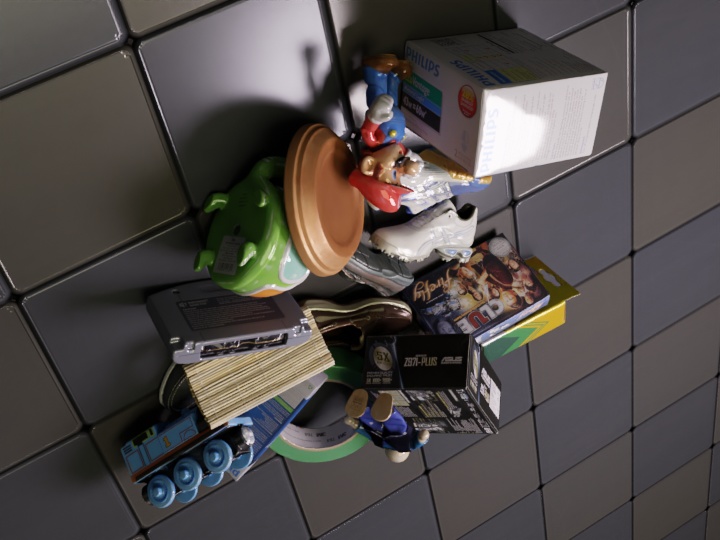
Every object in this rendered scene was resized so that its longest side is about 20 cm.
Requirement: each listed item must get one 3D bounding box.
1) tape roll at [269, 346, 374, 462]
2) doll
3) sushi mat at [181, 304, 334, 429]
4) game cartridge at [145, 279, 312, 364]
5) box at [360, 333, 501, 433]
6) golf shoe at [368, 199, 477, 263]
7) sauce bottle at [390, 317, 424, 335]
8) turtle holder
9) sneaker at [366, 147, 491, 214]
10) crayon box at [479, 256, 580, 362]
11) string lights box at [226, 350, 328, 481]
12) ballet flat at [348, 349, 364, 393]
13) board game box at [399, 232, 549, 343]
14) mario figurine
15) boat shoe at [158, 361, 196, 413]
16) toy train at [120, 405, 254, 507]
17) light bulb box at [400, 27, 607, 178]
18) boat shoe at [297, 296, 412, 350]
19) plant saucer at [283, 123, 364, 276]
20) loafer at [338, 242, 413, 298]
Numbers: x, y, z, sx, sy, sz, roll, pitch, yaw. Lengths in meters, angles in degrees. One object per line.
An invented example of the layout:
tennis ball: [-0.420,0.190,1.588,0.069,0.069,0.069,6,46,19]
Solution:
tape roll: [-0.064,0.210,1.520,0.198,0.048,0.202,-5,125,-8]
doll: [0.035,0.237,1.475,0.200,0.135,0.049,60,41,-55]
sushi mat: [-0.140,0.132,1.358,0.199,0.096,0.012,-26,174,-17]
game cartridge: [-0.180,0.061,1.324,0.198,0.133,0.041,-7,131,-29]
box: [0.112,0.174,1.480,0.162,0.087,0.200,-4,151,22]
golf shoe: [0.097,-0.067,1.471,0.199,0.078,0.098,-4,121,-43]
sauce bottle: [0.088,0.159,1.622,0.064,0.065,0.201,-24,129,-19]
turtle holder: [-0.129,-0.053,1.295,0.140,0.187,0.131,-29,143,34]
sneaker: [0.095,-0.127,1.435,0.198,0.076,0.089,1,128,-25]
crayon box: [0.247,0.062,1.620,0.199,0.127,0.051,-25,132,-17]
string lights box: [-0.151,0.198,1.433,0.200,0.103,0.059,-49,175,18]
ballet flat: [0.022,0.208,1.608,0.068,0.068,0.200,-40,134,-4]
board game box: [0.180,0.041,1.554,0.199,0.136,0.035,-28,155,-15]
mario figurine: [0.049,-0.177,1.290,0.122,0.106,0.202,-1,94,-30]
boat shoe: [-0.211,0.132,1.403,0.075,0.060,0.201,31,100,-43]
toy train: [-0.242,0.255,1.393,0.199,0.115,0.087,-33,163,18]
light bulb box: [0.187,-0.233,1.327,0.198,0.198,0.126,-13,125,-25]
boat shoe: [-0.009,0.090,1.483,0.200,0.075,0.075,-1,141,-24]
plant saucer: [-0.041,-0.094,1.290,0.037,0.201,0.201,-3,137,22]
loafer: [0.000,0.000,1.453,0.063,0.072,0.199,-46,139,19]
